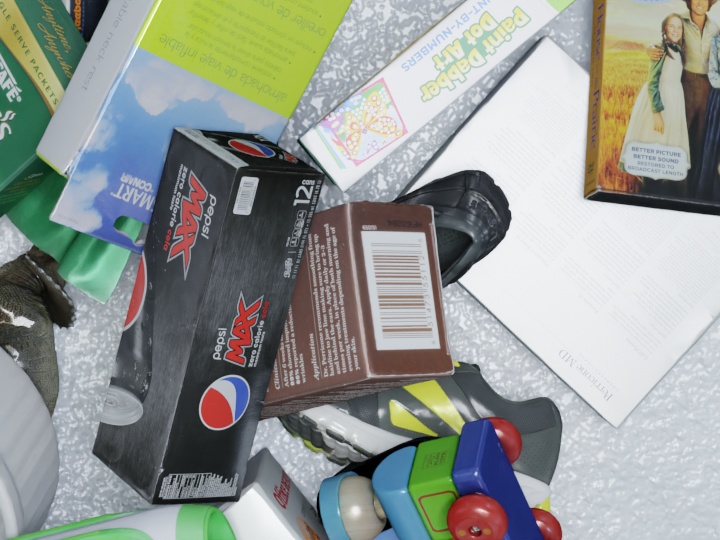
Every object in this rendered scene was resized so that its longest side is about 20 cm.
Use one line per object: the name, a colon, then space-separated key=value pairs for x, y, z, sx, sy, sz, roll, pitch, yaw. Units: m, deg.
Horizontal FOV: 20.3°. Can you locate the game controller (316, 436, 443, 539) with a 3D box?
game controller: x=0.062 y=0.183 z=1.233 sx=0.104 sy=0.042 sz=0.200 roll=-22 pitch=120 yaw=31

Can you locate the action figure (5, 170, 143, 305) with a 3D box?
action figure: x=-0.132 y=-0.094 z=1.194 sx=0.118 sy=0.055 sz=0.201 roll=39 pitch=106 yaw=24

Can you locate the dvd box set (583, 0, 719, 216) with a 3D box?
dvd box set: x=0.214 y=-0.135 z=1.238 sx=0.145 sy=0.029 sz=0.202 roll=7 pitch=79 yaw=-11

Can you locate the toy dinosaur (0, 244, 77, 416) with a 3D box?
toy dinosaur: x=-0.225 y=0.062 z=1.247 sx=0.101 sy=0.077 sz=0.202 roll=9 pitch=88 yaw=11

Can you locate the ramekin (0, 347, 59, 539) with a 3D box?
ramekin: x=-0.277 y=0.118 z=1.202 sx=0.199 sy=0.098 sz=0.202 roll=8 pitch=119 yaw=13

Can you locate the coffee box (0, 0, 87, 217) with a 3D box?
coffee box: x=-0.240 y=-0.092 z=1.197 sx=0.200 sy=0.044 sz=0.124 roll=-35 pitch=80 yaw=34

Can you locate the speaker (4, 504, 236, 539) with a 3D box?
speaker: x=-0.166 y=0.188 z=1.109 sx=0.199 sy=0.088 sz=0.089 roll=-15 pitch=92 yaw=10

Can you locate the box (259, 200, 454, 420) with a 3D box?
box: x=-0.042 y=0.030 z=1.169 sx=0.075 sy=0.199 sz=0.101 roll=1 pitch=78 yaw=-44

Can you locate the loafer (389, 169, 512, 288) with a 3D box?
loafer: x=0.000 y=0.000 z=1.218 sx=0.200 sy=0.070 sz=0.068 roll=-26 pitch=104 yaw=30

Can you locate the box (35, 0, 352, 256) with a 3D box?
box: x=-0.093 y=-0.107 z=1.124 sx=0.122 sy=0.048 sz=0.201 roll=22 pitch=99 yaw=-41

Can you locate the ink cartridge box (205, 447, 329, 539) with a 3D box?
ink cartridge box: x=-0.055 y=0.234 z=1.221 sx=0.144 sy=0.145 sz=0.200 roll=-39 pitch=93 yaw=2

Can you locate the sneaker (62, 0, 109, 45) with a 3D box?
sneaker: x=-0.145 y=-0.154 z=1.239 sx=0.198 sy=0.079 sz=0.079 roll=1 pitch=91 yaw=-3

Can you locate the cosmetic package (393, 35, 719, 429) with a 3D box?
cosmetic package: x=0.136 y=-0.024 z=1.262 sx=0.200 sy=0.052 sz=0.151 roll=43 pitch=89 yaw=-2

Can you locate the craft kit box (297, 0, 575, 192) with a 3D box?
craft kit box: x=0.050 y=-0.125 z=1.183 sx=0.197 sy=0.200 sz=0.049 roll=-42 pitch=94 yaw=2

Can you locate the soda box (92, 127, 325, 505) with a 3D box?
soda box: x=-0.086 y=0.026 z=1.118 sx=0.063 sy=0.071 sz=0.201 roll=2 pitch=110 yaw=-41

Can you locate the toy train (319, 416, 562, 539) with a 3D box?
toy train: x=0.061 y=0.186 z=1.176 sx=0.115 sy=0.085 sz=0.201 roll=-13 pitch=120 yaw=21

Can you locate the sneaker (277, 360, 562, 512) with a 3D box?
sneaker: x=0.034 y=0.090 z=1.264 sx=0.199 sy=0.075 sz=0.085 roll=23 pitch=72 yaw=-1
